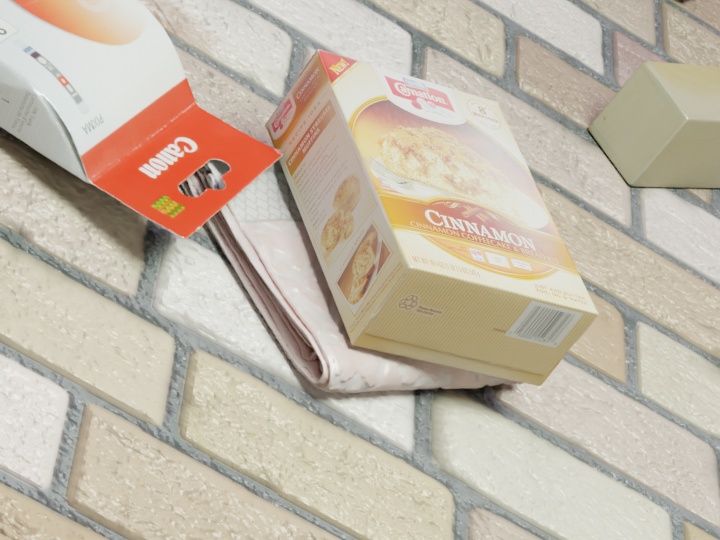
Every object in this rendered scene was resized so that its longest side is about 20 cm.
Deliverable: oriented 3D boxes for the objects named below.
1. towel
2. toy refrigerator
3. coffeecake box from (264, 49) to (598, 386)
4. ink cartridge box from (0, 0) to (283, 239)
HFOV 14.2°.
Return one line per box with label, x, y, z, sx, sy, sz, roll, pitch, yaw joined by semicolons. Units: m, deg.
towel;0.000;0.000;1.850;0.199;0.032;0.191;0;49;-47
toy refrigerator;0.274;-0.114;2.260;0.199;0.076;0.070;-1;48;-47
coffeecake box;0.043;-0.034;1.838;0.153;0.073;0.200;13;38;-35
ink cartridge box;-0.153;-0.113;1.785;0.199;0.050;0.162;30;29;9
